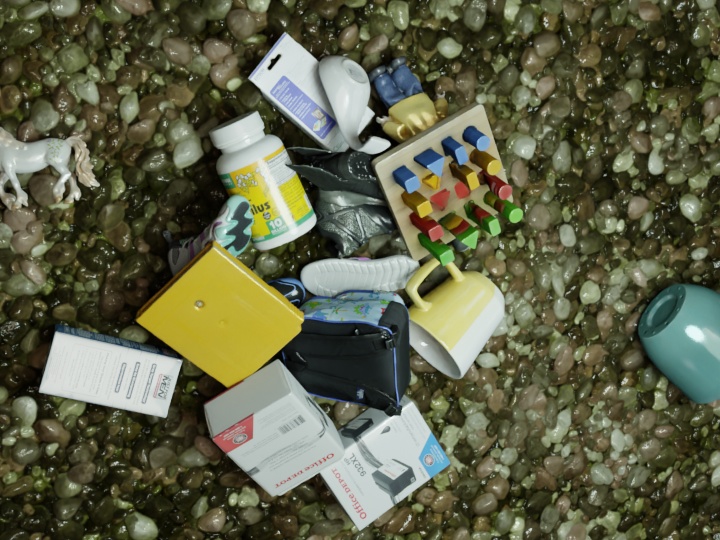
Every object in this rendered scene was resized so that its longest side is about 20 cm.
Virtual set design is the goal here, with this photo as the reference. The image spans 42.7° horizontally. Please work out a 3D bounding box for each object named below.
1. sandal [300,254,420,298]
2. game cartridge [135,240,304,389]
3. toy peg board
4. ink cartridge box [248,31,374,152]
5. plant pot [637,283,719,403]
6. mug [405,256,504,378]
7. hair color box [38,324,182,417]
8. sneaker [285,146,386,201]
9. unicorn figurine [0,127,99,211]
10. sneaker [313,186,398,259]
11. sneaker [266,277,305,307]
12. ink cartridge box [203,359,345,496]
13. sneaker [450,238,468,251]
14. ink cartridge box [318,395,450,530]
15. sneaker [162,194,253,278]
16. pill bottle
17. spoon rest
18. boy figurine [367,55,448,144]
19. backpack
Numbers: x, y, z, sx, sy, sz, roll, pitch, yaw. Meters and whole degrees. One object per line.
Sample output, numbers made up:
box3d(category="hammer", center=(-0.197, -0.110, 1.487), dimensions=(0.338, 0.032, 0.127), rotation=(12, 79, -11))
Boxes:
box3d(category="sandal", center=(0.000, 0.007, 1.561), dimensions=(0.202, 0.050, 0.083), rotation=(-2, 120, -3))
box3d(category="game cartridge", center=(-0.210, 0.073, 1.412), dimensions=(0.176, 0.032, 0.200), rotation=(-41, 117, 15))
box3d(category="toy peg board", center=(0.152, -0.123, 1.451), dimensions=(0.200, 0.098, 0.199), rotation=(-31, 126, -9))
box3d(category="ink cartridge box", center=(-0.081, -0.281, 1.492), dimensions=(0.200, 0.039, 0.099), rotation=(41, 85, -21))
box3d(category="plant pot", center=(0.618, 0.119, 1.712), dimensions=(0.161, 0.201, 0.201), rotation=(36, 87, -9))
box3d(category="mug", center=(0.166, 0.073, 1.569), dimensions=(0.149, 0.187, 0.153), rotation=(39, 73, 24))
box3d(category="hair color box", center=(-0.393, 0.158, 1.451), dimensions=(0.200, 0.061, 0.100), rotation=(16, 94, -19))
box3d(category="sneaker", center=(-0.019, -0.153, 1.466), dimensions=(0.200, 0.104, 0.060), rotation=(20, 72, -53))
box3d(category="unicorn figurine", center=(-0.500, -0.161, 1.365), dimensions=(0.200, 0.074, 0.138), rotation=(-10, 93, -31))
box3d(category="sneaker", center=(0.014, -0.070, 1.541), dimensions=(0.199, 0.076, 0.114), rotation=(10, 98, -16))
box3d(category="sneaker", center=(-0.176, 0.072, 1.498), dimensions=(0.200, 0.078, 0.070), rotation=(-24, 105, -13))
box3d(category="ink cartridge box", center=(-0.136, 0.258, 1.489), dimensions=(0.147, 0.083, 0.200), rotation=(-31, 133, 3))
box3d(category="sneaker", center=(0.129, -0.122, 1.575), dimensions=(0.079, 0.075, 0.200), rotation=(-22, 96, -11))
box3d(category="ink cartridge box", center=(0.031, 0.329, 1.606), dimensions=(0.200, 0.084, 0.145), rotation=(-34, 108, -10))
box3d(category="sneaker", center=(-0.252, -0.043, 1.436), dimensions=(0.078, 0.140, 0.200), rotation=(-10, 125, -58))
box3d(category="pill bottle", center=(-0.158, -0.143, 1.451), dimensions=(0.113, 0.113, 0.200), rotation=(-27, 107, -12))
box3d(category="spoon rest", center=(-0.013, -0.260, 1.453), dimensions=(0.099, 0.200, 0.061), rotation=(11, 139, -40))
box3d(category="boy figurine", center=(0.093, -0.251, 1.508), dimensions=(0.124, 0.064, 0.200), rotation=(-30, 88, -13))
box3d(category="backpack", center=(-0.018, 0.123, 1.508), dimensions=(0.200, 0.147, 0.183), rotation=(5, 120, 17))
